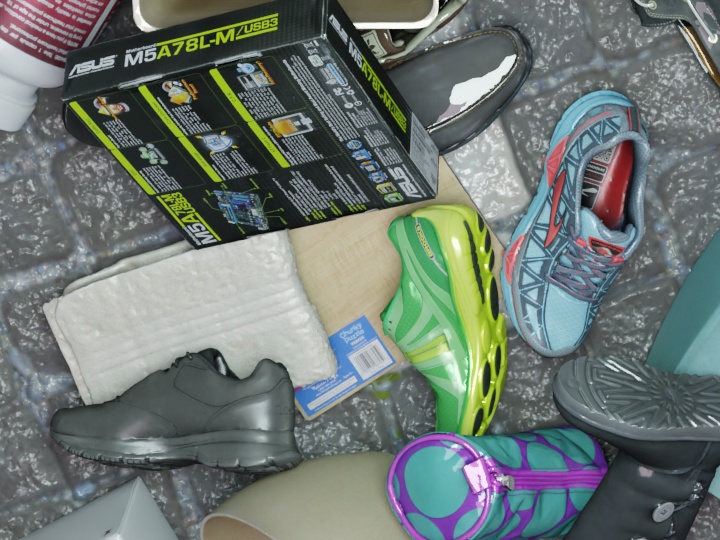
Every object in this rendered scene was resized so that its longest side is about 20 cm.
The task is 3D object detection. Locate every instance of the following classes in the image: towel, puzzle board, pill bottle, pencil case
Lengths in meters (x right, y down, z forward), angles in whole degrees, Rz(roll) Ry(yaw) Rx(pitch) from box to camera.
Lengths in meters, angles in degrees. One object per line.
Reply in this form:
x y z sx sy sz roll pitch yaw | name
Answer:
-0.126 0.047 1.664 0.199 0.035 0.133 -17 109 14 | towel
0.000 0.000 1.668 0.199 0.017 0.151 -33 104 10 | puzzle board
-0.224 -0.204 1.565 0.113 0.113 0.201 32 104 -8 | pill bottle
0.106 0.157 1.617 0.092 0.199 0.086 -11 82 33 | pencil case

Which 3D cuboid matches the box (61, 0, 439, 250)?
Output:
-0.070 -0.096 1.504 0.192 0.048 0.200 -10 146 22 | box

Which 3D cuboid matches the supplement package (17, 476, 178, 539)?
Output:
-0.174 0.283 1.697 0.121 0.120 0.201 -27 104 10 | supplement package

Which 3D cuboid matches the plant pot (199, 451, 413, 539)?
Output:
-0.002 0.213 1.655 0.134 0.200 0.201 -42 103 -24 | plant pot

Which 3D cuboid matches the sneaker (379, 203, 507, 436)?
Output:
0.060 0.044 1.645 0.083 0.074 0.202 4 113 25 | sneaker

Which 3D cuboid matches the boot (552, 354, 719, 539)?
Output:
0.171 0.156 1.567 0.164 0.066 0.201 11 130 -22 | boot

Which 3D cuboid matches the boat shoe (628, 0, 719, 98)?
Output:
0.215 -0.204 1.576 0.200 0.072 0.068 44 98 -12 | boat shoe

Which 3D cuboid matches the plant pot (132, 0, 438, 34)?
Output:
-0.048 -0.276 1.506 0.198 0.177 0.201 -1 106 2 | plant pot

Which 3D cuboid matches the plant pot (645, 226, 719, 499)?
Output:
0.292 0.057 1.619 0.141 0.142 0.200 34 113 -8 | plant pot

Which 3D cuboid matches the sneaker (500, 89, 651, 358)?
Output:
0.157 -0.026 1.608 0.079 0.096 0.201 8 106 -15 | sneaker

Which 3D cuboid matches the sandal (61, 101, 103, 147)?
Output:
-0.113 -0.126 1.596 0.198 0.045 0.076 -6 112 -11 | sandal

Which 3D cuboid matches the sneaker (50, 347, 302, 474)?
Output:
-0.133 0.102 1.636 0.198 0.076 0.092 -1 82 19 | sneaker

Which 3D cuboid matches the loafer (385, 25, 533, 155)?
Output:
0.031 -0.114 1.591 0.199 0.072 0.073 -32 73 10 | loafer

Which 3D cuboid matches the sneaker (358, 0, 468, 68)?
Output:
-0.011 -0.164 1.567 0.199 0.076 0.071 -35 111 -5 | sneaker
